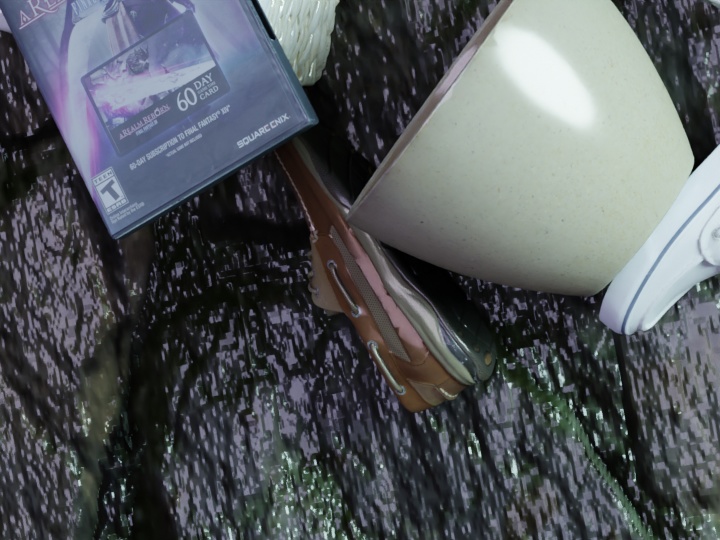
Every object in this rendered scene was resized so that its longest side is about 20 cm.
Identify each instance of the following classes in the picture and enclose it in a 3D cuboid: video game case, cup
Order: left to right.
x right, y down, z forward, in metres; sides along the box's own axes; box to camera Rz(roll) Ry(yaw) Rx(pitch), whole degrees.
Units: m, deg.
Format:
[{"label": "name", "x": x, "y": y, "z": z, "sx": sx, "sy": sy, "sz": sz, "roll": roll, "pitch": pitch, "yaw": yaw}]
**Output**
[{"label": "video game case", "x": -0.127, "y": -0.139, "z": 1.319, "sx": 0.142, "sy": 0.019, "sz": 0.201, "roll": -29, "pitch": 85, "yaw": 20}, {"label": "cup", "x": 0.106, "y": -0.068, "z": 1.324, "sx": 0.143, "sy": 0.200, "sz": 0.201, "roll": 36, "pitch": 105, "yaw": -4}]

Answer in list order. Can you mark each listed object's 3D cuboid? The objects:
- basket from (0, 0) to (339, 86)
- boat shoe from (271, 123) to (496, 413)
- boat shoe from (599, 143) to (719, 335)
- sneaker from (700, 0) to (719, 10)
[{"label": "basket", "x": -0.109, "y": -0.224, "z": 1.399, "sx": 0.199, "sy": 0.161, "sz": 0.199, "roll": 16, "pitch": 98, "yaw": 20}, {"label": "boat shoe", "x": 0.000, "y": 0.000, "z": 1.415, "sx": 0.074, "sy": 0.076, "sz": 0.200, "roll": -39, "pitch": 78, "yaw": 21}, {"label": "boat shoe", "x": 0.219, "y": -0.030, "z": 1.330, "sx": 0.065, "sy": 0.073, "sz": 0.200, "roll": 43, "pitch": 108, "yaw": 16}, {"label": "sneaker", "x": 0.259, "y": -0.176, "z": 1.309, "sx": 0.199, "sy": 0.078, "sz": 0.092, "roll": 28, "pitch": 98, "yaw": 16}]
